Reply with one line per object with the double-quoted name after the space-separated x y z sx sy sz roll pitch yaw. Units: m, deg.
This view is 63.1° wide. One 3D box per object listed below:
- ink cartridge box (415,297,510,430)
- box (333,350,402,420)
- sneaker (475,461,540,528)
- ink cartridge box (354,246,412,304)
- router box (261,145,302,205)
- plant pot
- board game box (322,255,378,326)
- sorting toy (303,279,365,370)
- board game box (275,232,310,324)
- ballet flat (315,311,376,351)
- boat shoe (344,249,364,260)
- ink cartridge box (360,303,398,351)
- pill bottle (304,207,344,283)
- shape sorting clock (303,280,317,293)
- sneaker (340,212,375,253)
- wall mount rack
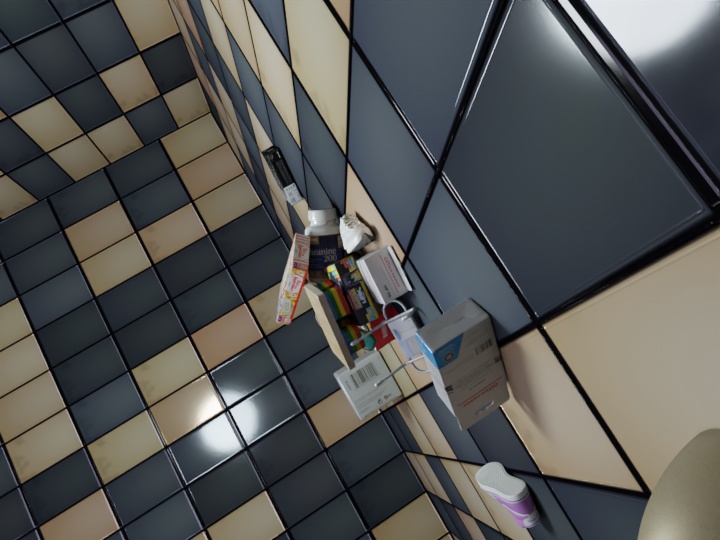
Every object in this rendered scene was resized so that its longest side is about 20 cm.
0.179 0.164 1.006 0.067 0.114 0.203 45 161 54 "ink cartridge box"
0.026 0.452 2.345 0.203 0.197 0.171 60 171 -1 "box"
0.334 0.517 1.332 0.116 0.072 0.200 59 171 -8 "sneaker"
0.048 0.012 1.387 0.118 0.067 0.200 62 170 -3 "ink cartridge box"
-0.289 -0.349 2.147 0.203 0.050 0.149 65 171 -22 "router box"
0.320 0.262 0.505 0.202 0.133 0.201 58 169 18 "plant pot"
-0.030 0.054 1.514 0.200 0.056 0.168 164 83 -78 "board game box"
-0.060 0.125 1.486 0.202 0.069 0.200 67 168 -12 "sorting toy"
-0.187 0.024 1.619 0.153 0.045 0.202 -91 18 -49 "board game box"
-0.044 0.169 1.667 0.198 0.069 0.067 35 175 0 "ballet flat"
0.000 0.000 1.598 0.065 0.071 0.201 62 178 -41 "boat shoe"
0.047 0.138 1.700 0.177 0.083 0.202 54 167 33 "ink cartridge box"
-0.102 -0.072 1.672 0.111 0.108 0.205 -154 59 -73 "pill bottle"
-0.097 0.080 1.722 0.198 0.040 0.200 34 171 6 "shape sorting clock"
-0.020 -0.095 1.439 0.089 0.073 0.200 67 169 -9 "sneaker"
0.084 0.179 1.393 0.202 0.172 0.074 59 -152 -4 "wall mount rack"
